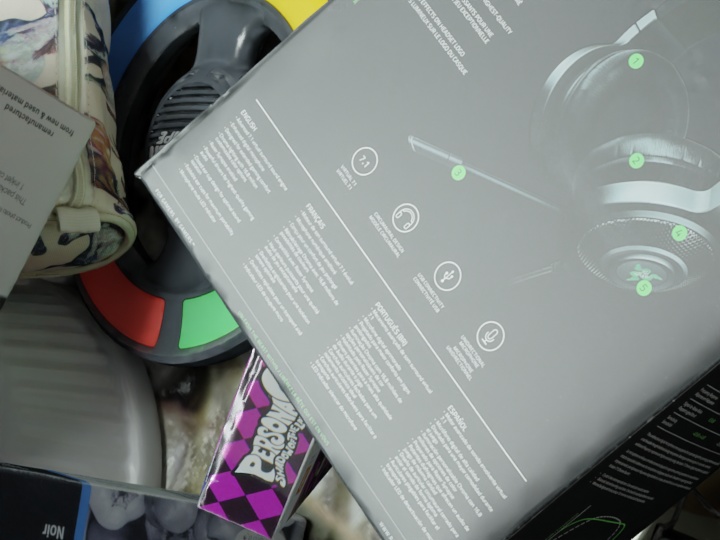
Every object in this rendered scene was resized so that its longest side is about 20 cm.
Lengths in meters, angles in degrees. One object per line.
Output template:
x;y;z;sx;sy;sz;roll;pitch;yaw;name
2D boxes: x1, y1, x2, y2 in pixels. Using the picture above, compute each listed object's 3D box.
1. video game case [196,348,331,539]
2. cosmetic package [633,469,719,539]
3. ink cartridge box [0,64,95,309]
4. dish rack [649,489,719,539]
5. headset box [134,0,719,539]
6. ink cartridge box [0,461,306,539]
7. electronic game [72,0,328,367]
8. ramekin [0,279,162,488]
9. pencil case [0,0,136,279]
0.000;0.000;0.932;0.036;0.200;0.182;23;95;4;video game case
0.140;0.001;0.875;0.105;0.071;0.201;44;109;39;cosmetic package
-0.225;-0.009;1.022;0.146;0.084;0.201;25;86;38;ink cartridge box
0.189;0.044;0.781;0.153;0.055;0.201;21;95;0;dish rack
0.063;-0.023;0.745;0.200;0.093;0.174;-42;66;12;headset box
-0.121;0.183;0.978;0.043;0.198;0.201;8;85;46;ink cartridge box
-0.068;-0.056;1.093;0.199;0.042;0.201;-14;70;41;electronic game
-0.194;0.097;1.135;0.202;0.094;0.204;-13;70;39;ramekin
-0.145;-0.090;1.104;0.090;0.077;0.201;126;143;-57;pencil case
